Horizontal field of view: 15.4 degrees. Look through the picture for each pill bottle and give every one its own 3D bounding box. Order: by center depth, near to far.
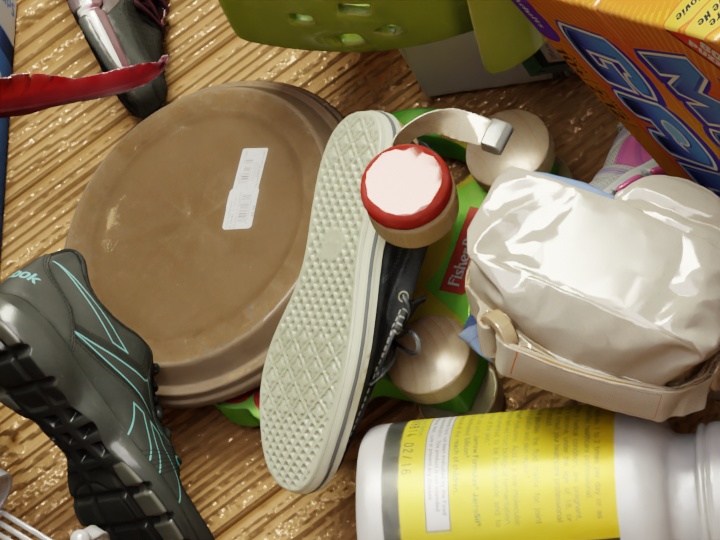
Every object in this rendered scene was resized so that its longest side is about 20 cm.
[{"bbox_3d":[0.104,0.124,1.343,0.199,0.111,0.112,-7,65,11],"label":"pill bottle"}]

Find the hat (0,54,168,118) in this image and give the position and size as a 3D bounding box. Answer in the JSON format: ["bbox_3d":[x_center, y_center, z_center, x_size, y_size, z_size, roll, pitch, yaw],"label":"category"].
[{"bbox_3d":[-0.246,-0.051,1.494,0.200,0.175,0.167,-15,61,50],"label":"hat"}]

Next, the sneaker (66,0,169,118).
[{"bbox_3d":[-0.123,-0.191,1.560,0.115,0.076,0.201,-24,63,-1],"label":"sneaker"}]

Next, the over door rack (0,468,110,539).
[{"bbox_3d":[-0.187,0.221,1.378,0.147,0.067,0.201,28,87,20],"label":"over door rack"}]

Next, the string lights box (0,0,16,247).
[{"bbox_3d":[-0.262,-0.078,1.552,0.102,0.059,0.201,-4,66,12],"label":"string lights box"}]

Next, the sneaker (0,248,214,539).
[{"bbox_3d":[-0.126,0.079,1.401,0.075,0.201,0.079,-13,26,43],"label":"sneaker"}]

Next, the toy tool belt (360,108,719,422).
[{"bbox_3d":[0.098,0.010,1.329,0.199,0.123,0.125,19,67,20],"label":"toy tool belt"}]

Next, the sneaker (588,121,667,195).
[{"bbox_3d":[0.173,-0.056,1.425,0.200,0.081,0.088,-42,25,0],"label":"sneaker"}]

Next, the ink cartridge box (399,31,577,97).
[{"bbox_3d":[0.117,-0.190,1.491,0.199,0.084,0.147,-7,64,12],"label":"ink cartridge box"}]

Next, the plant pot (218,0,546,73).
[{"bbox_3d":[0.028,-0.226,1.378,0.181,0.199,0.201,16,70,15],"label":"plant pot"}]

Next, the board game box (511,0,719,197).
[{"bbox_3d":[0.229,-0.132,1.256,0.200,0.200,0.200,-50,29,-8],"label":"board game box"}]

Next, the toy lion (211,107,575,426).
[{"bbox_3d":[0.000,0.000,1.457,0.191,0.069,0.201,13,70,27],"label":"toy lion"}]

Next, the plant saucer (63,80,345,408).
[{"bbox_3d":[-0.086,-0.021,1.467,0.199,0.029,0.201,-14,58,23],"label":"plant saucer"}]

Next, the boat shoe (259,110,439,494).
[{"bbox_3d":[0.000,0.019,1.373,0.074,0.062,0.201,7,82,50],"label":"boat shoe"}]
